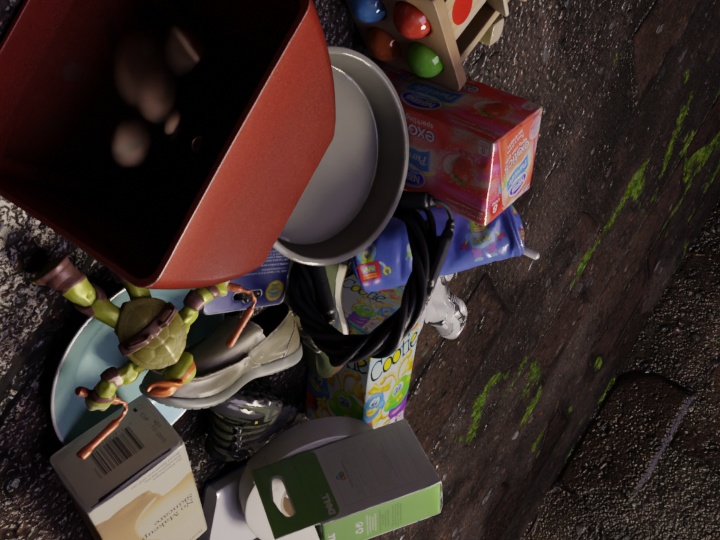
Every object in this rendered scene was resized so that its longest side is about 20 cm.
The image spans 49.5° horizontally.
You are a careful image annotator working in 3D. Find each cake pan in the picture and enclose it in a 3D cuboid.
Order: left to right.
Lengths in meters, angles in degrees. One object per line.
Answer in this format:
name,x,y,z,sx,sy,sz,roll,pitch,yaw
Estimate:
cake pan,-0.036,-0.106,0.736,0.199,0.037,0.203,-13,109,-39

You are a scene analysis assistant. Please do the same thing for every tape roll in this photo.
tape roll,-0.056,0.270,0.991,0.201,0.037,0.205,-13,129,-16

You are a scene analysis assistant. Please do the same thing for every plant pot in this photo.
plant pot,-0.128,-0.104,0.568,0.201,0.199,0.176,-61,159,0

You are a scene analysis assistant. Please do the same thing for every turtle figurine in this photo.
turtle figurine,-0.190,0.048,0.643,0.200,0.064,0.162,-42,111,-14

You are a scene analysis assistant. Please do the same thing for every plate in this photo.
plate,-0.212,0.087,0.748,0.200,0.025,0.202,-38,144,-35

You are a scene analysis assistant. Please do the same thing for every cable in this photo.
cable,0.000,0.000,0.795,0.202,0.162,0.051,-67,159,-15

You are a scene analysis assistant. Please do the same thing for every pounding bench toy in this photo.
pounding bench toy,0.082,-0.265,0.808,0.157,0.124,0.200,-54,150,-12

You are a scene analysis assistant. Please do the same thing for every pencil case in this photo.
pencil case,0.080,-0.036,0.865,0.078,0.198,0.088,-77,153,-75

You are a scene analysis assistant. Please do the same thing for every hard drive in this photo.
hard drive,-0.134,0.302,1.046,0.199,0.025,0.133,-18,129,-50

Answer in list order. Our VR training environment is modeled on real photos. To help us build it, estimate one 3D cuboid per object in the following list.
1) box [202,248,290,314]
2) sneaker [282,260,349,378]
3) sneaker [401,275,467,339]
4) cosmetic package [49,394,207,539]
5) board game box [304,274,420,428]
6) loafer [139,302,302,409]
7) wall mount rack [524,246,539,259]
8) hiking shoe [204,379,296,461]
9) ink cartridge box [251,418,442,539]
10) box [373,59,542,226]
box,-0.105,-0.061,0.758,0.121,0.032,0.202,-6,110,-56
sneaker,-0.062,0.045,0.904,0.090,0.067,0.202,-26,128,-48
sneaker,0.091,0.058,1.146,0.115,0.075,0.201,-46,142,-23
cosmetic package,-0.219,0.222,0.766,0.105,0.071,0.201,-35,150,-26
board game box,0.001,0.119,1.023,0.103,0.104,0.202,-28,136,-42
loafer,-0.135,0.077,0.776,0.199,0.075,0.071,-21,119,-53
wall mount rack,0.128,-0.034,1.003,0.200,0.172,0.075,-66,141,-82
hiking shoe,-0.136,0.172,0.874,0.101,0.075,0.200,-54,158,-6
ink cartridge box,-0.016,0.255,0.905,0.198,0.104,0.060,-15,129,-15
box,0.078,-0.143,0.827,0.094,0.199,0.103,-37,143,-35
